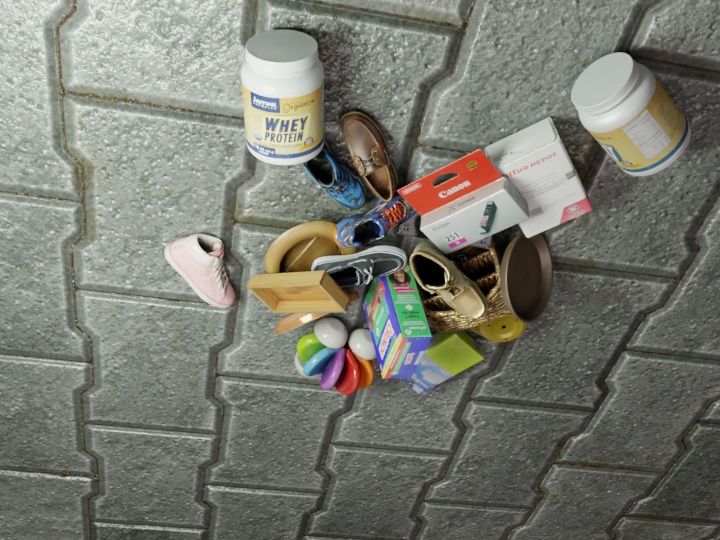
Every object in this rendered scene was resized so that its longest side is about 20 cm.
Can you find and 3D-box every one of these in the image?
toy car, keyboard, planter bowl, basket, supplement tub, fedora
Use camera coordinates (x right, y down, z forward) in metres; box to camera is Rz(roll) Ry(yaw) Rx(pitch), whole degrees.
[{"bbox_3d":[-0.056,0.220,1.836,0.200,0.150,0.175,21,128,-20],"label":"toy car"},{"bbox_3d":[0.176,-0.075,1.631,0.199,0.021,0.127,10,109,3],"label":"keyboard"},{"bbox_3d":[0.325,0.105,1.797,0.200,0.084,0.201,-1,133,-1],"label":"planter bowl"},{"bbox_3d":[0.215,0.030,1.680,0.200,0.143,0.149,-21,129,18],"label":"basket"},{"bbox_3d":[-0.134,-0.302,1.363,0.144,0.145,0.200,0,132,-3],"label":"supplement tub"},{"bbox_3d":[-0.108,-0.037,1.646,0.200,0.082,0.201,-5,127,-7],"label":"fedora"},{"bbox_3d":[0.489,-0.282,1.413,0.145,0.145,0.200,-36,124,26],"label":"supplement tub"}]

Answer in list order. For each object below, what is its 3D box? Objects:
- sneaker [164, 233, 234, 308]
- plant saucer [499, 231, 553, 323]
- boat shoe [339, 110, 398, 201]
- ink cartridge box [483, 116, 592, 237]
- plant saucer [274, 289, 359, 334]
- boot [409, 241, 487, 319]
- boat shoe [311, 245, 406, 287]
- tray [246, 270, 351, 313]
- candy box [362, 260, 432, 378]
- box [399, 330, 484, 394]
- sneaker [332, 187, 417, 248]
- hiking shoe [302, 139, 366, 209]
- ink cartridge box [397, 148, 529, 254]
[{"bbox_3d":[-0.316,-0.002,1.671,0.104,0.075,0.200,-25,125,25],"label":"sneaker"},{"bbox_3d":[0.352,0.011,1.661,0.029,0.200,0.200,4,143,41],"label":"plant saucer"},{"bbox_3d":[0.022,-0.217,1.499,0.072,0.068,0.200,-20,130,14],"label":"boat shoe"},{"bbox_3d":[0.350,-0.181,1.538,0.145,0.085,0.200,-24,131,18],"label":"ink cartridge box"},{"bbox_3d":[-0.097,0.087,1.709,0.200,0.200,0.032,-25,89,18],"label":"plant saucer"},{"bbox_3d":[0.176,0.029,1.560,0.073,0.155,0.200,-40,90,11],"label":"boot"},{"bbox_3d":[0.000,0.000,1.599,0.199,0.068,0.072,-6,128,-7],"label":"boat shoe"},{"bbox_3d":[-0.127,0.045,1.588,0.200,0.037,0.099,-2,143,38],"label":"tray"},{"bbox_3d":[0.076,0.108,1.685,0.077,0.200,0.169,-3,144,-19],"label":"candy box"},{"bbox_3d":[0.188,0.219,1.916,0.200,0.048,0.122,-34,125,25],"label":"box"},{"bbox_3d":[0.044,-0.098,1.566,0.200,0.078,0.075,-34,113,-7],"label":"sneaker"},{"bbox_3d":[-0.058,-0.176,1.519,0.074,0.087,0.200,-29,127,22],"label":"hiking shoe"},{"bbox_3d":[0.198,-0.128,1.515,0.200,0.044,0.174,-24,131,32],"label":"ink cartridge box"}]
